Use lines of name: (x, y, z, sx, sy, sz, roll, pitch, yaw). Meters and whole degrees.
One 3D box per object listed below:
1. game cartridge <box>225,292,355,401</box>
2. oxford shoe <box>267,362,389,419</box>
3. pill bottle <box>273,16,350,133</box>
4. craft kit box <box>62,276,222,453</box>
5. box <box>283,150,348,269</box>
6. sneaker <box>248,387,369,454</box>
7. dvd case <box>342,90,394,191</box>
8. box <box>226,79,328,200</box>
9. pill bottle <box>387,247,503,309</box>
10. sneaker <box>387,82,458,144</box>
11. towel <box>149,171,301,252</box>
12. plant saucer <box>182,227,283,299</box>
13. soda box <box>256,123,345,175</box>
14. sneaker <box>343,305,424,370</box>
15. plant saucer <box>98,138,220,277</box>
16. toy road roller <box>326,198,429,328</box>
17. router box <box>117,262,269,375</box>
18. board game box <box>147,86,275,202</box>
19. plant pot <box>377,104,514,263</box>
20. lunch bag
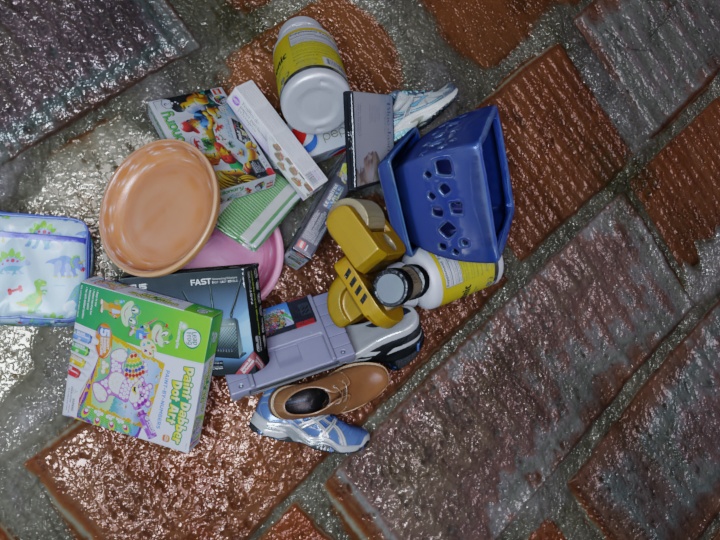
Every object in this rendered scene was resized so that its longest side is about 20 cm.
game cartridge: (-0.121, 0.113, 0.964, 0.198, 0.039, 0.130, -17, 60, -14)
oxford shoe: (-0.036, 0.189, 0.938, 0.198, 0.071, 0.072, -14, 88, -25)
pill bottle: (-0.083, -0.324, 0.996, 0.110, 0.112, 0.201, 4, 47, -19)
craft kit box: (-0.305, 0.130, 0.857, 0.195, 0.049, 0.202, 13, 101, 4)
box: (-0.062, -0.102, 1.015, 0.035, 0.110, 0.201, 31, 74, -11)
sneaker: (-0.073, 0.240, 0.982, 0.198, 0.076, 0.078, 18, 81, -18)
dvd case: (0.018, -0.209, 0.983, 0.017, 0.200, 0.144, 2, 104, 20)
box: (-0.130, -0.205, 0.971, 0.201, 0.039, 0.041, 52, 50, -4)
pill bottle: (0.140, 0.002, 1.074, 0.198, 0.111, 0.112, -19, 89, -20)
sneaker: (0.094, -0.301, 1.119, 0.199, 0.078, 0.087, -37, 92, -21)
towel: (-0.207, -0.128, 0.960, 0.199, 0.023, 0.153, 32, 54, 5)
plant saucer: (-0.223, -0.028, 0.979, 0.198, 0.051, 0.203, 3, 82, -19)
soda box: (-0.076, -0.225, 1.053, 0.199, 0.064, 0.069, -24, 89, -22)
sneaker: (0.015, 0.140, 1.032, 0.198, 0.112, 0.073, -19, 45, 5)
plant saucer: (-0.282, -0.087, 0.877, 0.198, 0.037, 0.202, -4, 77, 19)
toy road roller: (0.000, 0.000, 0.960, 0.146, 0.123, 0.201, -36, 80, 20)
router box: (-0.239, 0.073, 0.890, 0.198, 0.062, 0.152, -5, 97, 10)
board game box: (-0.233, -0.196, 0.960, 0.125, 0.035, 0.201, -22, 66, -28)
plant pot: (0.142, -0.138, 1.015, 0.200, 0.178, 0.202, -56, 137, -54)
lunch bag: (-0.484, -0.004, 0.866, 0.198, 0.082, 0.163, 6, 78, -20)
